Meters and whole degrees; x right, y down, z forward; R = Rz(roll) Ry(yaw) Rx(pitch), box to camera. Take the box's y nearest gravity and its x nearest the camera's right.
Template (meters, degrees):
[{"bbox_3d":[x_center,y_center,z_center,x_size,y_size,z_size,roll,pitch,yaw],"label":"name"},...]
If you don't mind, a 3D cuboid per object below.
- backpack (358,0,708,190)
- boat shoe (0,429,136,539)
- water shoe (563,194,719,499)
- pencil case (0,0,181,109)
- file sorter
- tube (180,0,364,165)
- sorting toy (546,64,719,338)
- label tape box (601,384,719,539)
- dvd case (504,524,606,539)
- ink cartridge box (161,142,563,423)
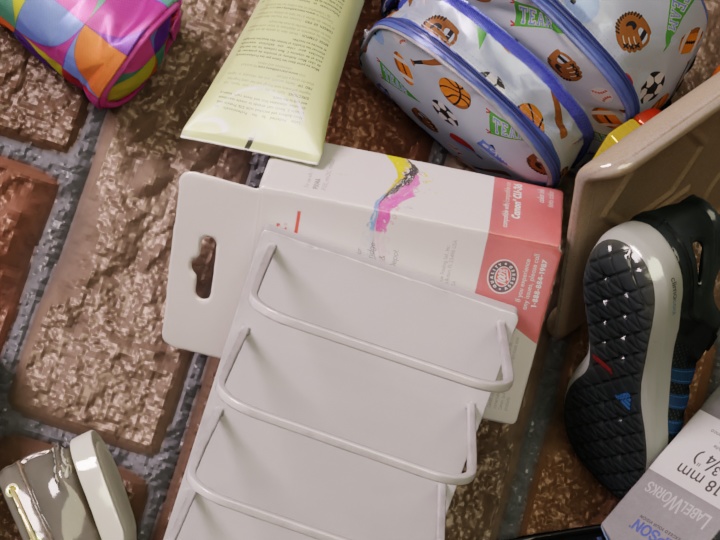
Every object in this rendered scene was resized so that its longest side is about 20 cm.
[{"bbox_3d":[0.093,-0.137,0.885,0.199,0.191,0.154,35,73,1],"label":"backpack"},{"bbox_3d":[-0.135,0.189,0.847,0.060,0.072,0.203,-18,81,-2],"label":"boat shoe"},{"bbox_3d":[0.162,0.048,0.863,0.079,0.201,0.072,-28,53,-23],"label":"water shoe"},{"bbox_3d":[-0.189,-0.181,0.910,0.200,0.088,0.088,42,76,0],"label":"pencil case"},{"bbox_3d":[-0.018,0.105,0.795,0.138,0.125,0.201,18,106,-2],"label":"file sorter"},{"bbox_3d":[-0.033,-0.137,0.903,0.052,0.058,0.201,43,46,-27],"label":"tube"},{"bbox_3d":[0.177,-0.059,0.877,0.185,0.200,0.037,-34,69,-16],"label":"sorting toy"},{"bbox_3d":[0.191,0.160,0.862,0.200,0.063,0.145,-47,133,-15],"label":"label tape box"},{"bbox_3d":[0.054,0.226,0.892,0.198,0.018,0.144,-7,79,-9],"label":"dvd case"},{"bbox_3d":[0.000,0.000,0.870,0.198,0.068,0.117,12,121,1],"label":"ink cartridge box"}]
